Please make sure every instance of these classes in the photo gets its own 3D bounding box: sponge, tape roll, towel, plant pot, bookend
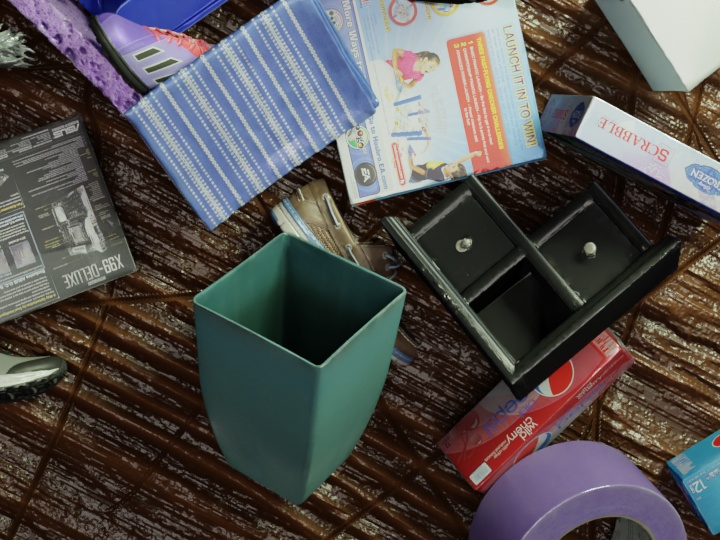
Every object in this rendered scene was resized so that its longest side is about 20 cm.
[{"bbox_3d":[-0.237,-0.191,1.201,0.030,0.112,0.200,-43,97,6],"label":"sponge"},{"bbox_3d":[0.209,0.273,1.259,0.197,0.085,0.203,-7,115,-15],"label":"tape roll"},{"bbox_3d":[-0.092,-0.143,1.163,0.199,0.024,0.145,-36,124,-3],"label":"towel"},{"bbox_3d":[-0.059,0.103,1.202,0.140,0.141,0.202,24,130,25],"label":"plant pot"},{"bbox_3d":[0.159,-0.023,1.216,0.199,0.092,0.199,-38,71,0],"label":"bookend"}]

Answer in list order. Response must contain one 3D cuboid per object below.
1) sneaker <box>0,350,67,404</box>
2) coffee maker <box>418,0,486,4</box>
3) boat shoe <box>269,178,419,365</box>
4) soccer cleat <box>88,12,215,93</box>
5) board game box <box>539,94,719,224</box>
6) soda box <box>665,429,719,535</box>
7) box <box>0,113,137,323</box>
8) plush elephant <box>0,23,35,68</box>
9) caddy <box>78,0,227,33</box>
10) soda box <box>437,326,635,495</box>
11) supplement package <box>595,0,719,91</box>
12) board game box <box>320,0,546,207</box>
[{"bbox_3d":[-0.383,0.089,1.255,0.197,0.074,0.081,0,74,-8],"label":"sneaker"},{"bbox_3d":[0.083,-0.350,1.161,0.189,0.135,0.203,15,78,-12],"label":"coffee maker"},{"bbox_3d":[0.000,0.000,1.254,0.072,0.072,0.201,-39,97,3],"label":"boat shoe"},{"bbox_3d":[-0.165,-0.188,1.162,0.073,0.200,0.069,-35,61,13],"label":"soccer cleat"},{"bbox_3d":[0.269,-0.098,1.187,0.198,0.200,0.042,27,97,-5],"label":"board game box"},{"bbox_3d":[0.410,0.176,1.295,0.199,0.064,0.068,-32,98,3],"label":"soda box"},{"bbox_3d":[-0.329,-0.040,1.225,0.198,0.050,0.160,-22,99,-14],"label":"box"},{"bbox_3d":[-0.395,-0.252,1.167,0.197,0.165,0.157,-6,85,4],"label":"plush elephant"},{"bbox_3d":[-0.180,-0.301,1.194,0.199,0.105,0.142,-33,120,5],"label":"caddy"},{"bbox_3d":[0.172,0.128,1.269,0.200,0.070,0.064,-44,63,5],"label":"soda box"},{"bbox_3d":[0.336,-0.271,1.207,0.199,0.117,0.118,-35,98,2],"label":"supplement package"},{"bbox_3d":[0.061,-0.183,1.240,0.193,0.056,0.203,-13,98,0],"label":"board game box"}]
